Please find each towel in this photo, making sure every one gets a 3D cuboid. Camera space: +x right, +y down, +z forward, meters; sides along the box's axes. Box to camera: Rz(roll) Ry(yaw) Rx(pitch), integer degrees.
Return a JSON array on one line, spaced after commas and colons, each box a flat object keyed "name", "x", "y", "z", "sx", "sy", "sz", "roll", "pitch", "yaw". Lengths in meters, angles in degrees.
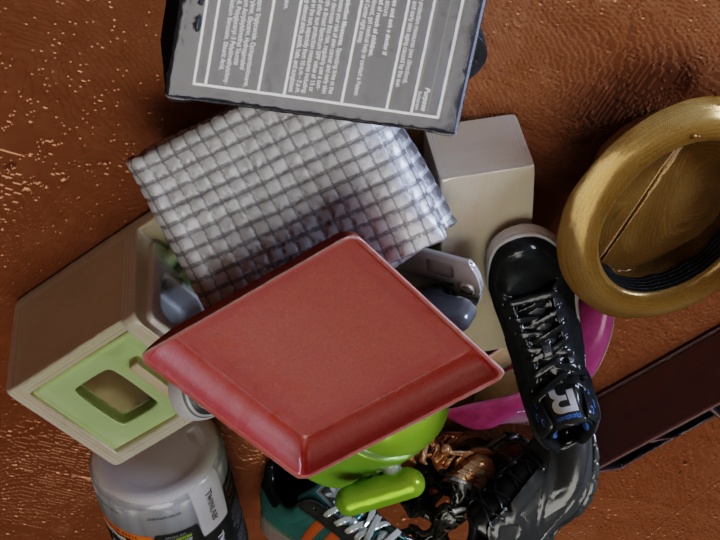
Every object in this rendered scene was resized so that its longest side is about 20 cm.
[{"name": "towel", "x": -0.051, "y": -0.059, "z": 1.361, "sx": 0.199, "sy": 0.086, "sz": 0.166, "roll": -25, "pitch": 103, "yaw": 18}]

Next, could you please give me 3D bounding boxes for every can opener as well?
[{"name": "can opener", "x": 0.000, "y": 0.000, "z": 1.420, "sx": 0.199, "sy": 0.067, "sz": 0.054, "roll": 14, "pitch": 139, "yaw": 19}]

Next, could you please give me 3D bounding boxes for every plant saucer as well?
[{"name": "plant saucer", "x": -0.027, "y": 0.059, "z": 1.358, "sx": 0.199, "sy": 0.037, "sz": 0.200, "roll": -29, "pitch": 132, "yaw": 24}]

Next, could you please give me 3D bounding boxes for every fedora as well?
[{"name": "fedora", "x": 0.233, "y": -0.060, "z": 1.414, "sx": 0.199, "sy": 0.082, "sz": 0.201, "roll": -9, "pitch": 125, "yaw": -13}]

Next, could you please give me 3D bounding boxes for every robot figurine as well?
[{"name": "robot figurine", "x": 0.001, "y": 0.115, "z": 1.531, "sx": 0.115, "sy": 0.176, "sz": 0.200, "roll": -8, "pitch": 164, "yaw": -30}]

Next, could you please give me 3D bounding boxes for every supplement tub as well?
[{"name": "supplement tub", "x": -0.168, "y": 0.224, "z": 1.644, "sx": 0.122, "sy": 0.123, "sz": 0.201, "roll": -7, "pitch": 135, "yaw": 3}]

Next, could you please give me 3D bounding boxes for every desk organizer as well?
[{"name": "desk organizer", "x": 0.293, "y": 0.123, "z": 1.613, "sx": 0.200, "sy": 0.077, "sz": 0.072, "roll": -33, "pitch": 129, "yaw": 25}]

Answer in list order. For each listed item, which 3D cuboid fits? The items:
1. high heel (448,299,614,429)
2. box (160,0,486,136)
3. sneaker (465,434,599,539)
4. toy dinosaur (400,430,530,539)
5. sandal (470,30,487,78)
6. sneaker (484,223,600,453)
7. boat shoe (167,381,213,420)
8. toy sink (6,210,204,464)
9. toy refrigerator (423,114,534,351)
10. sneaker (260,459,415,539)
[{"name": "high heel", "x": 0.140, "y": 0.074, "z": 1.560, "sx": 0.095, "sy": 0.068, "sz": 0.200, "roll": 5, "pitch": 148, "yaw": -24}, {"name": "box", "x": -0.020, "y": -0.210, "z": 1.190, "sx": 0.197, "sy": 0.123, "sz": 0.201, "roll": 8, "pitch": 114, "yaw": -11}, {"name": "sneaker", "x": 0.144, "y": 0.205, "z": 1.610, "sx": 0.090, "sy": 0.076, "sz": 0.201, "roll": 14, "pitch": 106, "yaw": -30}, {"name": "toy dinosaur", "x": 0.092, "y": 0.192, "z": 1.676, "sx": 0.199, "sy": 0.102, "sz": 0.136, "roll": 33, "pitch": 111, "yaw": -10}, {"name": "sandal", "x": 0.015, "y": -0.192, "z": 1.301, "sx": 0.200, "sy": 0.043, "sz": 0.076, "roll": 28, "pitch": 127, "yaw": -28}, {"name": "sneaker", "x": 0.153, "y": 0.064, "z": 1.430, "sx": 0.073, "sy": 0.112, "sz": 0.201, "roll": -17, "pitch": 135, "yaw": 2}, {"name": "boat shoe", "x": -0.071, "y": 0.051, "z": 1.443, "sx": 0.056, "sy": 0.200, "sz": 0.069, "roll": -1, "pitch": 120, "yaw": 47}, {"name": "toy sink", "x": -0.171, "y": 0.052, "z": 1.479, "sx": 0.199, "sy": 0.112, "sz": 0.130, "roll": -31, "pitch": 130, "yaw": 24}, {"name": "toy refrigerator", "x": 0.093, "y": -0.027, "z": 1.456, "sx": 0.075, "sy": 0.070, "sz": 0.201, "roll": -9, "pitch": 136, "yaw": -5}, {"name": "sneaker", "x": -0.017, "y": 0.230, "z": 1.640, "sx": 0.199, "sy": 0.071, "sz": 0.080, "roll": 20, "pitch": 128, "yaw": 34}]
